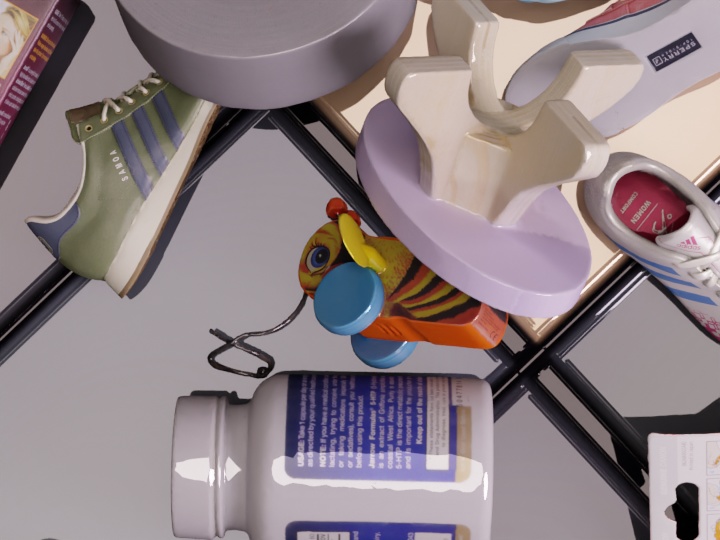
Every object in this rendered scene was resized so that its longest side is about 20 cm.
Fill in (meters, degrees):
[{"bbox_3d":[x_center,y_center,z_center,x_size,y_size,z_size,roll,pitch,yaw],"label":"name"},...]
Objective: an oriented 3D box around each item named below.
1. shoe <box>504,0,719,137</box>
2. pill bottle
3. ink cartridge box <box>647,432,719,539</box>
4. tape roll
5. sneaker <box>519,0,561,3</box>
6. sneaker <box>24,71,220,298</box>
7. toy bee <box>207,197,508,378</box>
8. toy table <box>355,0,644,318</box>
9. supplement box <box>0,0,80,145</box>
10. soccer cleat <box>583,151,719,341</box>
[{"bbox_3d":[0.189,-0.152,1.659,0.199,0.091,0.072,-24,111,28],"label":"shoe"},{"bbox_3d":[-0.017,0.125,1.626,0.199,0.120,0.121,2,89,0],"label":"pill bottle"},{"bbox_3d":[0.279,0.130,1.616,0.199,0.163,0.050,-3,48,5],"label":"ink cartridge box"},{"bbox_3d":[-0.061,-0.203,1.619,0.199,0.066,0.201,-3,64,6],"label":"tape roll"},{"bbox_3d":[0.102,-0.198,1.615,0.199,0.082,0.074,2,46,-34],"label":"sneaker"},{"bbox_3d":[-0.146,-0.090,1.655,0.089,0.067,0.201,26,91,-2],"label":"sneaker"},{"bbox_3d":[0.000,0.000,1.636,0.199,0.131,0.109,4,64,11],"label":"toy bee"},{"bbox_3d":[0.084,-0.080,1.587,0.200,0.183,0.118,43,130,31],"label":"toy table"},{"bbox_3d":[-0.276,-0.118,1.647,0.110,0.086,0.201,29,89,1],"label":"supplement box"},{"bbox_3d":[0.225,-0.003,1.644,0.200,0.086,0.070,36,89,0],"label":"soccer cleat"}]
